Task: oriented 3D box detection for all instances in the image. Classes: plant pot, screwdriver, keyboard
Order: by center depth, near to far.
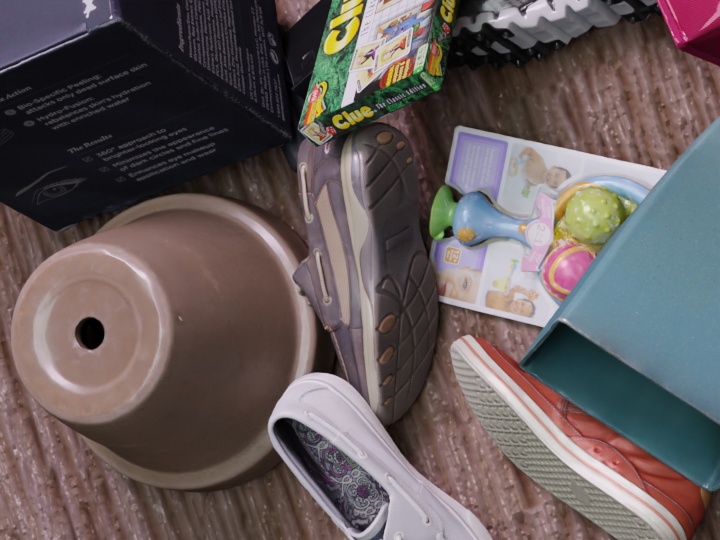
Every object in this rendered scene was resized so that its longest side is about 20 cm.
[{"bbox_3d":[0.214,0.001,1.499,0.141,0.141,0.200,33,76,2],"label":"plant pot"},{"bbox_3d":[0.031,-0.181,1.633,0.200,0.021,0.127,-41,31,17],"label":"keyboard"},{"bbox_3d":[-0.138,0.045,1.638,0.200,0.175,0.200,-1,87,22],"label":"plant pot"},{"bbox_3d":[-0.069,-0.157,1.702,0.028,0.029,0.200,-26,79,18],"label":"screwdriver"}]

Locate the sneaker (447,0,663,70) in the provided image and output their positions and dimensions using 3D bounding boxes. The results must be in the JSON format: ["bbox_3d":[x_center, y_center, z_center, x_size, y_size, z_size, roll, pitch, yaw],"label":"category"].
[{"bbox_3d":[0.117,-0.188,1.614,0.200,0.066,0.091,-15,66,27],"label":"sneaker"}]

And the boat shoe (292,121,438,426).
[{"bbox_3d":[0.000,0.000,1.633,0.073,0.074,0.200,8,109,36],"label":"boat shoe"}]

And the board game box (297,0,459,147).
[{"bbox_3d":[0.022,-0.173,1.593,0.105,0.023,0.200,-26,38,38],"label":"board game box"}]

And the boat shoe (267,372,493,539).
[{"bbox_3d":[0.016,0.154,1.603,0.072,0.069,0.200,-32,96,31],"label":"boat shoe"}]

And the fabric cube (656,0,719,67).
[{"bbox_3d":[0.263,-0.244,1.487,0.199,0.200,0.196,-27,78,20],"label":"fabric cube"}]

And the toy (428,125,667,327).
[{"bbox_3d":[0.135,-0.016,1.600,0.200,0.047,0.115,14,98,23],"label":"toy"}]

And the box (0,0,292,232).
[{"bbox_3d":[-0.181,-0.135,1.631,0.197,0.200,0.118,-20,62,25],"label":"box"}]

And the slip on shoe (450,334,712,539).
[{"bbox_3d":[0.136,0.103,1.592,0.200,0.074,0.061,37,65,25],"label":"slip on shoe"}]
